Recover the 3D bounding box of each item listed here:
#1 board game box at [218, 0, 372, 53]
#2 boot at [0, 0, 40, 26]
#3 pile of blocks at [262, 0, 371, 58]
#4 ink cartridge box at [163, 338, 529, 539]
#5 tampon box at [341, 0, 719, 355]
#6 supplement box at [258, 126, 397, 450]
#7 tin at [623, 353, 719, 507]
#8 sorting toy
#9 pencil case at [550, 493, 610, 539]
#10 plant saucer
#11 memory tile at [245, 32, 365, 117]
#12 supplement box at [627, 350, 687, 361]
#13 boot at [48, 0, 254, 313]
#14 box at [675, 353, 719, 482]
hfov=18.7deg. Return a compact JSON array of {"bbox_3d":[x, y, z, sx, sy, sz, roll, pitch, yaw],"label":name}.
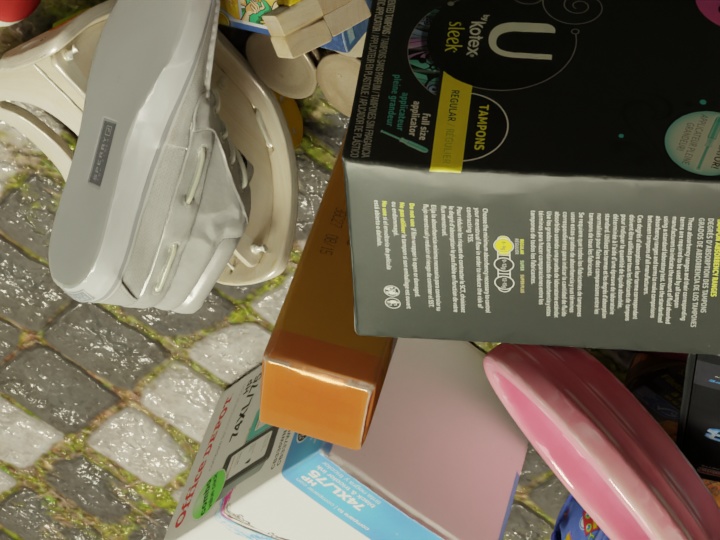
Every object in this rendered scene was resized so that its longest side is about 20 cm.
[{"bbox_3d":[-0.073,-0.213,1.139,0.135,0.035,0.201,15,140,30],"label":"board game box"},{"bbox_3d":[-0.192,-0.214,1.179,0.143,0.073,0.201,7,137,34],"label":"boot"},{"bbox_3d":[-0.011,-0.201,1.067,0.082,0.201,0.062,25,177,-20],"label":"pile of blocks"},{"bbox_3d":[-0.008,0.137,1.455,0.146,0.147,0.200,35,138,-18],"label":"ink cartridge box"},{"bbox_3d":[0.100,-0.057,1.115,0.198,0.151,0.127,3,137,7],"label":"tampon box"},{"bbox_3d":[0.000,0.000,1.253,0.066,0.201,0.069,15,144,6],"label":"supplement box"},{"bbox_3d":[0.255,0.109,1.394,0.199,0.042,0.112,36,142,-17],"label":"tin"},{"bbox_3d":[-0.149,-0.083,1.313,0.179,0.107,0.200,-12,131,43],"label":"sorting toy"},{"bbox_3d":[0.219,0.221,1.503,0.199,0.078,0.087,36,116,-16],"label":"pencil case"},{"bbox_3d":[0.155,0.116,1.327,0.201,0.051,0.201,49,175,6],"label":"plant saucer"},{"bbox_3d":[-0.012,-0.160,1.192,0.152,0.017,0.201,19,142,26],"label":"memory tile"},{"bbox_3d":[0.168,-0.006,1.282,0.198,0.061,0.109,10,141,12],"label":"supplement box"},{"bbox_3d":[-0.099,-0.074,1.196,0.095,0.201,0.073,12,-168,-41],"label":"boot"},{"bbox_3d":[0.283,0.085,1.250,0.198,0.050,0.199,12,156,10],"label":"box"}]
